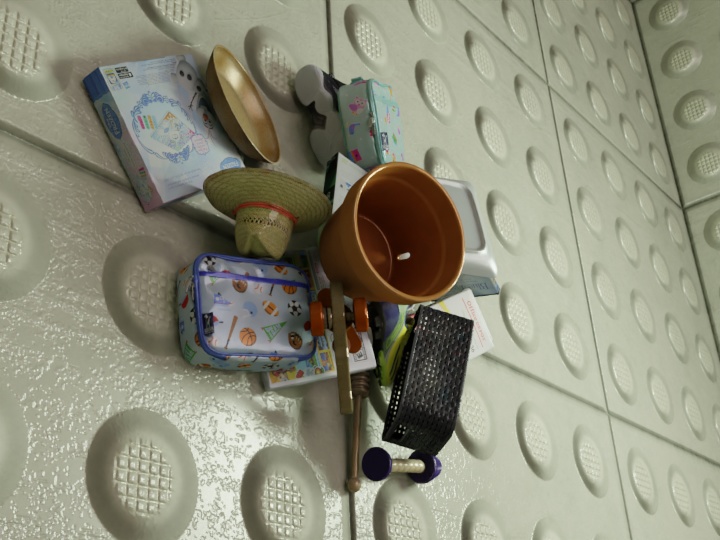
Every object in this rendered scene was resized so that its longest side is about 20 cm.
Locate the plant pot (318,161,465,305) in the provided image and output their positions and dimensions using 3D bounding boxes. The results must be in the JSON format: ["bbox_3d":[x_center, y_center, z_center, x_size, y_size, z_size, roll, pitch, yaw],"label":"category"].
[{"bbox_3d":[0.031,-0.039,1.306,0.199,0.140,0.202,13,68,-34],"label":"plant pot"}]

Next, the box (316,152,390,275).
[{"bbox_3d":[0.002,-0.079,1.446,0.144,0.036,0.201,32,39,-26],"label":"box"}]

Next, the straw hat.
[{"bbox_3d":[-0.136,-0.059,1.275,0.200,0.200,0.086,30,61,-42],"label":"straw hat"}]

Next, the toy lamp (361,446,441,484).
[{"bbox_3d":[0.072,0.310,1.444,0.199,0.058,0.059,25,51,-56],"label":"toy lamp"}]

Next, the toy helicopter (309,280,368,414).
[{"bbox_3d":[-0.030,0.109,1.295,0.132,0.078,0.202,-105,-170,-67],"label":"toy helicopter"}]

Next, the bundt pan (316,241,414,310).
[{"bbox_3d":[0.000,0.000,1.502,0.200,0.076,0.204,18,59,-33],"label":"bundt pan"}]

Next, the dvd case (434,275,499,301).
[{"bbox_3d":[0.154,-0.015,1.649,0.201,0.141,0.018,56,38,-40],"label":"dvd case"}]

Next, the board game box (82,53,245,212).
[{"bbox_3d":[-0.272,-0.202,1.298,0.200,0.043,0.201,-30,95,-56],"label":"board game box"}]

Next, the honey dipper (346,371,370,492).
[{"bbox_3d":[-0.004,0.244,1.411,0.038,0.038,0.202,31,49,-40],"label":"honey dipper"}]

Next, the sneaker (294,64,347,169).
[{"bbox_3d":[-0.042,-0.270,1.626,0.113,0.075,0.202,-12,82,-57],"label":"sneaker"}]

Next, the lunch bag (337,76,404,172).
[{"bbox_3d":[0.022,-0.253,1.586,0.200,0.076,0.162,-23,107,-76],"label":"lunch bag"}]

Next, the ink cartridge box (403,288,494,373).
[{"bbox_3d":[0.154,0.110,1.605,0.199,0.067,0.117,-24,90,-28],"label":"ink cartridge box"}]

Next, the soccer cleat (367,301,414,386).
[{"bbox_3d":[0.052,0.112,1.435,0.065,0.083,0.201,55,-23,39],"label":"soccer cleat"}]

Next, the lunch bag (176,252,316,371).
[{"bbox_3d":[-0.158,0.054,1.250,0.199,0.075,0.162,9,65,-37],"label":"lunch bag"}]

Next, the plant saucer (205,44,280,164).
[{"bbox_3d":[-0.187,-0.250,1.408,0.201,0.035,0.201,60,14,-26],"label":"plant saucer"}]

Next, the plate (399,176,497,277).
[{"bbox_3d":[0.127,-0.087,1.489,0.198,0.032,0.201,7,54,-24],"label":"plate"}]

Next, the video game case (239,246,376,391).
[{"bbox_3d":[-0.081,0.066,1.358,0.180,0.023,0.202,-8,76,-29],"label":"video game case"}]

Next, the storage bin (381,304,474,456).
[{"bbox_3d":[0.107,0.173,1.433,0.093,0.136,0.202,16,59,-3],"label":"storage bin"}]
